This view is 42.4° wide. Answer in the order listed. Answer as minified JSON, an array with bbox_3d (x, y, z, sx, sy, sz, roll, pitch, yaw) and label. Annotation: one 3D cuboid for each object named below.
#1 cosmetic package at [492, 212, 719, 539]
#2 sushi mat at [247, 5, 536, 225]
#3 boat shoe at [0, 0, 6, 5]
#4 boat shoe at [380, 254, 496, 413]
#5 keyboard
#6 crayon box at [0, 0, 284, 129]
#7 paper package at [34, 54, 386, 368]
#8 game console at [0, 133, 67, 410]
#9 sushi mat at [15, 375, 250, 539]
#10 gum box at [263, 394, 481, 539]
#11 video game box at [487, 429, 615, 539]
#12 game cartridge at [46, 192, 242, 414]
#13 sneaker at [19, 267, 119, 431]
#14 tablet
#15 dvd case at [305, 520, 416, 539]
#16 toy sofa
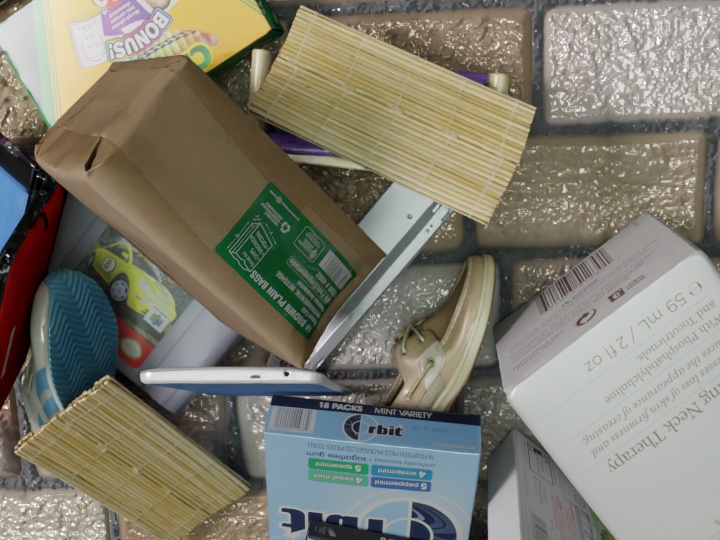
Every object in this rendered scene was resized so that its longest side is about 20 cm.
[{"bbox_3d":[0.225,0.094,0.703,0.167,0.166,0.201,-38,97,11],"label":"cosmetic package"},{"bbox_3d":[0.023,-0.114,0.670,0.197,0.012,0.097,26,74,8],"label":"sushi mat"},{"bbox_3d":[-0.284,-0.256,0.734,0.196,0.062,0.076,-18,101,10],"label":"boat shoe"},{"bbox_3d":[0.055,0.075,0.765,0.064,0.072,0.203,21,108,0],"label":"boat shoe"},{"bbox_3d":[0.000,0.000,0.786,0.056,0.011,0.201,41,102,2],"label":"keyboard"},{"bbox_3d":[-0.174,-0.190,0.738,0.198,0.058,0.120,-30,97,10],"label":"crayon box"},{"bbox_3d":[-0.111,-0.046,0.655,0.200,0.190,0.104,45,78,-27],"label":"paper package"},{"bbox_3d":[-0.309,0.005,0.719,0.117,0.174,0.202,19,123,-10],"label":"game console"},{"bbox_3d":[-0.181,0.163,0.766,0.095,0.012,0.200,-33,133,7],"label":"sushi mat"},{"bbox_3d":[0.007,0.198,0.767,0.166,0.045,0.203,5,127,4],"label":"gum box"},{"bbox_3d":[0.178,0.232,0.719,0.181,0.200,0.047,37,106,-2],"label":"video game box"},{"bbox_3d":[-0.190,0.011,0.793,0.199,0.041,0.134,40,98,-3],"label":"game cartridge"},{"bbox_3d":[-0.246,0.086,0.765,0.080,0.076,0.203,21,126,25],"label":"sneaker"},{"bbox_3d":[-0.079,0.087,0.718,0.127,0.200,0.014,0,80,5],"label":"tablet"},{"bbox_3d":[0.042,0.283,0.782,0.196,0.025,0.152,11,126,-2],"label":"dvd case"},{"bbox_3d":[0.012,-0.118,0.713,0.196,0.098,0.085,7,96,4],"label":"toy sofa"}]
